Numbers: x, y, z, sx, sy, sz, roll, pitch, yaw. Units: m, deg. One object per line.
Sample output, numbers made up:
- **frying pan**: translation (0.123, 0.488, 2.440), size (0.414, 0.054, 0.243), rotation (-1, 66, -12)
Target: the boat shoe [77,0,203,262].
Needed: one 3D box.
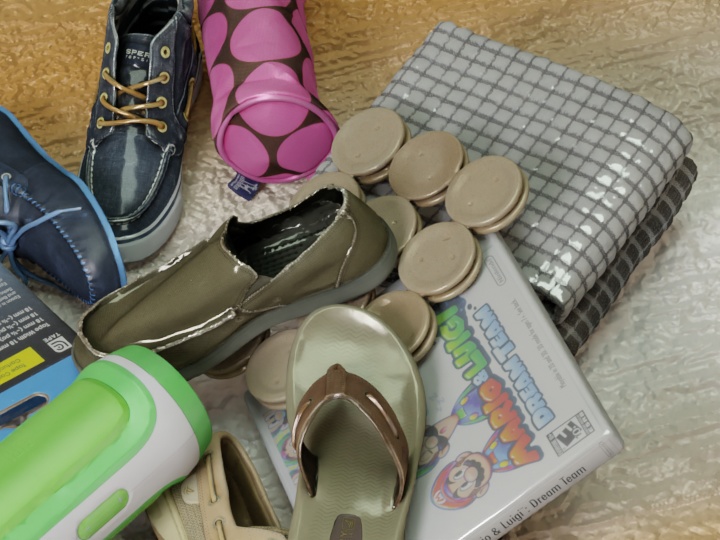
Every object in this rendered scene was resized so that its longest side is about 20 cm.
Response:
- **boat shoe**: translation (-0.145, -0.104, 1.846), size (0.071, 0.091, 0.201), rotation (3, 49, 6)

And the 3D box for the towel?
- **towel**: translation (0.086, -0.046, 1.786), size (0.200, 0.086, 0.166), rotation (23, 61, 28)

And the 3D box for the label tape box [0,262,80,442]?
- **label tape box**: translation (-0.251, 0.062, 1.712), size (0.144, 0.063, 0.200), rotation (-28, 52, -30)

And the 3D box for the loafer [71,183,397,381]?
- **loafer**: translation (-0.079, 0.002, 1.668), size (0.200, 0.070, 0.075), rotation (-26, 46, -3)

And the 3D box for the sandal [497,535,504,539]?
- **sandal**: translation (0.035, 0.187, 1.609), size (0.075, 0.045, 0.200), rotation (7, 60, 38)

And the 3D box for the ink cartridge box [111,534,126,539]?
- **ink cartridge box**: translation (-0.226, 0.186, 1.621), size (0.200, 0.057, 0.163), rotation (32, 57, 22)

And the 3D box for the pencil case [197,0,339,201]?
- **pencil case**: translation (-0.060, -0.145, 1.884), size (0.091, 0.094, 0.200), rotation (-38, 40, 31)

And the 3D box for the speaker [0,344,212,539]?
- **speaker**: translation (-0.176, 0.129, 1.584), size (0.088, 0.089, 0.200), rotation (33, 59, 28)

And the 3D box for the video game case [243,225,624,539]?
- **video game case**: translation (0.036, 0.085, 1.639), size (0.182, 0.024, 0.200), rotation (-36, 42, 8)

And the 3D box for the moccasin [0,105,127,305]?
- **moccasin**: translation (-0.213, -0.030, 1.802), size (0.068, 0.081, 0.200), rotation (-21, 36, -25)

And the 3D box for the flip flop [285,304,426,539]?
- **flip flop**: translation (-0.008, 0.100, 1.580), size (0.081, 0.058, 0.200), rotation (1, 53, 7)

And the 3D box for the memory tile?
- **memory tile**: translation (0.000, 0.000, 1.702), size (0.153, 0.017, 0.200), rotation (23, 72, 42)

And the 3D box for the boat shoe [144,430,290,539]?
- **boat shoe**: translation (-0.058, 0.168, 1.595), size (0.065, 0.071, 0.200), rotation (-45, 48, 12)
